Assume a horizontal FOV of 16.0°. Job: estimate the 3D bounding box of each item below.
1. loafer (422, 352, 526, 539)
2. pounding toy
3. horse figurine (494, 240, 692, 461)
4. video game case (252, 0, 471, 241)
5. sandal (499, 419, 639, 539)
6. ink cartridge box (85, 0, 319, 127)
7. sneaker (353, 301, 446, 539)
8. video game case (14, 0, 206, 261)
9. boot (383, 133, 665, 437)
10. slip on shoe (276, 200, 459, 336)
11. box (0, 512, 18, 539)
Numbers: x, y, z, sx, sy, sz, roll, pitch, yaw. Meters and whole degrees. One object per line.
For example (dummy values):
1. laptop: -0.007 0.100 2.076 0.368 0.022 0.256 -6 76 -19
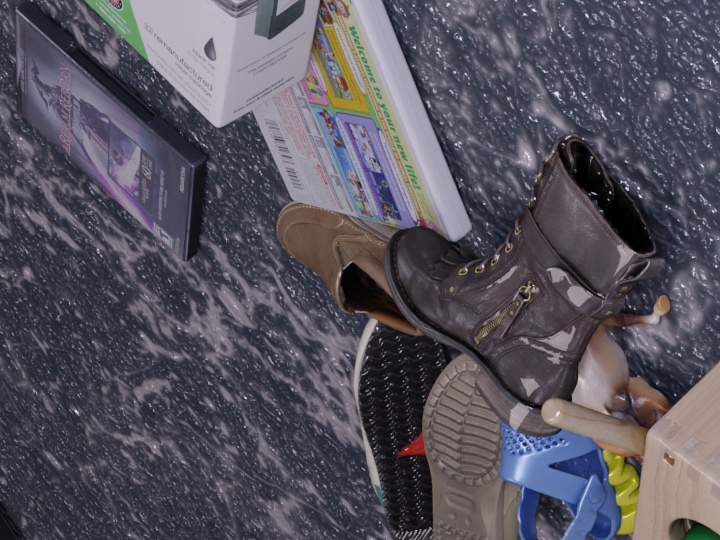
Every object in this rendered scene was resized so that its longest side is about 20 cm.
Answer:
1. loafer: 0.090 0.134 1.845 0.076 0.068 0.200 23 129 26
2. pounding toy: 0.215 0.107 1.452 0.142 0.200 0.184 37 152 25
3. horse figurine: 0.165 0.063 1.647 0.133 0.050 0.200 -15 110 56
4. video game case: -0.021 -0.119 1.722 0.182 0.022 0.200 16 136 50
5. sandal: 0.127 0.117 1.740 0.079 0.087 0.200 10 132 56
6. ink cartridge box: -0.097 -0.214 1.616 0.146 0.084 0.200 44 149 22
7. sneaker: 0.024 0.100 1.895 0.093 0.070 0.200 -123 21 -58
8. video game case: -0.200 -0.109 2.031 0.200 0.019 0.143 40 153 16
9. boot: 0.104 -0.013 1.597 0.200 0.069 0.174 49 133 34
10. slip on shoe: 0.000 0.000 1.809 0.200 0.061 0.076 24 144 42
11. box: -0.496 0.300 2.937 0.198 0.123 0.200 0 124 56
